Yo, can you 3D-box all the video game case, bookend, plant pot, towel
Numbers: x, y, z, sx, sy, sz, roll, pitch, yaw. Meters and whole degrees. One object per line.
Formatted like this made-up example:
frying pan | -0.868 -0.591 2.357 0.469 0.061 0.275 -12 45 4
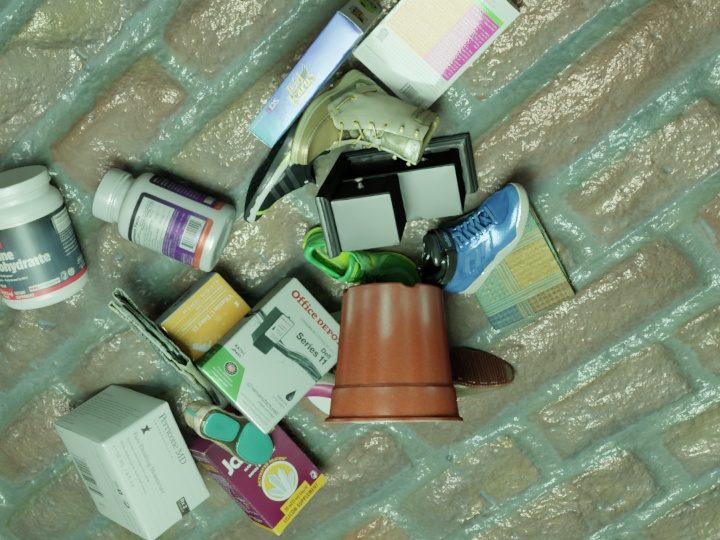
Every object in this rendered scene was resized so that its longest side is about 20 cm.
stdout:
video game case | -0.058 -0.276 1.221 0.045 0.181 0.200 39 115 -8
bookend | 0.056 -0.108 1.269 0.198 0.200 0.092 -7 113 14
plant pot | 0.048 0.123 1.311 0.200 0.201 0.196 -2 80 11
towel | -0.312 0.129 1.430 0.193 0.035 0.200 41 164 24
towel | 0.224 -0.015 1.382 0.146 0.022 0.200 -25 110 21

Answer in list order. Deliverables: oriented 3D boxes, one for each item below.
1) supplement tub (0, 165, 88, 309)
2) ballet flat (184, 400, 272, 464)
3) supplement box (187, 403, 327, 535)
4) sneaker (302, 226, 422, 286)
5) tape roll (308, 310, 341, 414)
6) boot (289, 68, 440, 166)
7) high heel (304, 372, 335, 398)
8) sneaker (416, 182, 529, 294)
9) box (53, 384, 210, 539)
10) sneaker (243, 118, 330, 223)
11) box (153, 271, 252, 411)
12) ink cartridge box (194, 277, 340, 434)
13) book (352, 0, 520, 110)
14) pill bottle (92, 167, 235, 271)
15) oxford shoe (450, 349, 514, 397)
supplement tub | -0.527 -0.052 1.430 0.140 0.140 0.200 -7 113 13
ballet flat | -0.209 0.250 1.420 0.067 0.068 0.200 19 160 35
supplement box | -0.176 0.330 1.534 0.200 0.131 0.103 50 156 -14
sneaker | 0.000 0.000 1.392 0.200 0.084 0.074 20 116 -1
tape roll | -0.007 0.161 1.494 0.202 0.037 0.203 4 115 9
boot | 0.009 -0.185 1.220 0.154 0.200 0.072 29 139 10
high heel | -0.046 0.204 1.467 0.200 0.067 0.096 -11 112 8
sneaker | 0.154 -0.047 1.298 0.111 0.077 0.200 5 134 -31
box | -0.390 0.322 1.535 0.200 0.131 0.199 4 121 49
sneaker | -0.108 -0.137 1.355 0.083 0.072 0.200 24 126 -20
box | -0.216 0.116 1.448 0.124 0.097 0.200 -45 103 -13
ink cartridge box | -0.129 0.127 1.380 0.200 0.083 0.147 -45 100 -13
book | 0.104 -0.329 1.245 0.134 0.048 0.200 42 116 -11
pill bottle | -0.304 -0.084 1.393 0.200 0.111 0.112 23 116 0
oxford shoe | 0.147 0.176 1.452 0.199 0.071 0.075 2 138 -10
